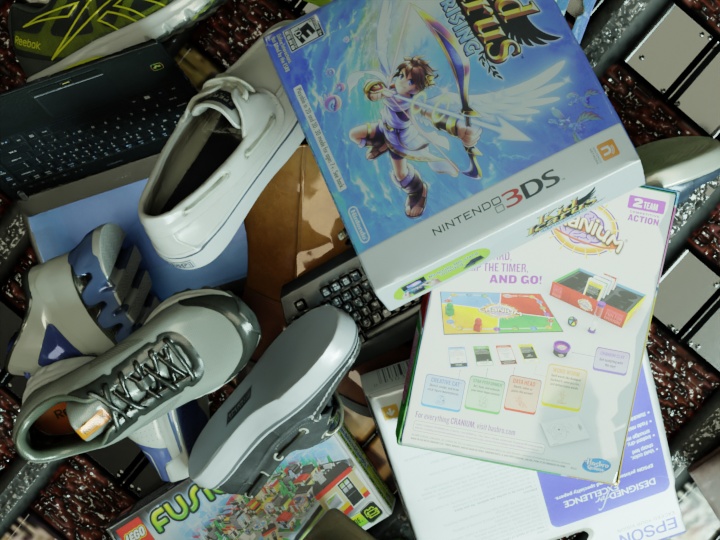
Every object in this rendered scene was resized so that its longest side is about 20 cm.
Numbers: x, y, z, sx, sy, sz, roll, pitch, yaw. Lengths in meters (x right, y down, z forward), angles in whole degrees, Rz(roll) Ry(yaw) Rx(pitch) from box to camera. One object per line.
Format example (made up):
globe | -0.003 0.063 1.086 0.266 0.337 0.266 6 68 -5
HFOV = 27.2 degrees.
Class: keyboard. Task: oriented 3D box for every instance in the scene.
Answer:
keyboard | 0.032 -0.005 1.024 0.199 0.040 0.104 -29 99 10

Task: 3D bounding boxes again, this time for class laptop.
laptop | -0.182 -0.051 1.076 0.176 0.200 0.104 -17 63 9

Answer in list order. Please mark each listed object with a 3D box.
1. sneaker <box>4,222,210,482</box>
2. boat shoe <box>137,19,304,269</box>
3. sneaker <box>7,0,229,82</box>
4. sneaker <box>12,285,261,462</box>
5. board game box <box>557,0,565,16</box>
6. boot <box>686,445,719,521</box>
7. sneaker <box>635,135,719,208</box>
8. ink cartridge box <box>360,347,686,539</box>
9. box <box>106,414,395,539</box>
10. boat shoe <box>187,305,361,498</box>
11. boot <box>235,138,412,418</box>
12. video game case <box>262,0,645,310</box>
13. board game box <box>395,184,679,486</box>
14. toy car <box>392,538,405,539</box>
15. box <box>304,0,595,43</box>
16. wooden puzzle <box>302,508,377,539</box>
sneaker | -0.196 0.065 1.112 0.115 0.081 0.200 -15 114 17
boat shoe | -0.089 -0.099 1.010 0.072 0.066 0.200 23 70 29
sneaker | -0.169 -0.195 1.059 0.199 0.074 0.085 -29 97 12
sneaker | -0.154 0.080 1.025 0.199 0.079 0.074 -28 107 17
board game box | 0.061 -0.116 1.072 0.199 0.028 0.136 -14 100 10
boot | 0.307 0.105 1.067 0.166 0.072 0.201 -31 101 10
sneaker | 0.177 -0.023 1.062 0.199 0.075 0.085 -27 105 17
ink cartridge box | 0.121 0.134 1.075 0.197 0.043 0.201 -18 116 -1
box | -0.085 0.189 1.152 0.200 0.035 0.110 -34 96 12
boat shoe | -0.048 0.101 1.046 0.066 0.070 0.200 27 126 -21
boot | 0.000 0.000 1.080 0.187 0.068 0.201 7 108 11
video game case | 0.056 -0.104 0.946 0.181 0.045 0.201 -26 69 5
board game box | 0.116 0.030 0.992 0.152 0.040 0.201 11 95 -3
toy car | 0.004 0.321 1.085 0.164 0.200 0.158 -42 94 13
box | 0.064 -0.213 1.022 0.199 0.048 0.123 22 94 10
wooden puzzle | -0.031 0.268 1.023 0.185 0.200 0.046 -47 130 -12
